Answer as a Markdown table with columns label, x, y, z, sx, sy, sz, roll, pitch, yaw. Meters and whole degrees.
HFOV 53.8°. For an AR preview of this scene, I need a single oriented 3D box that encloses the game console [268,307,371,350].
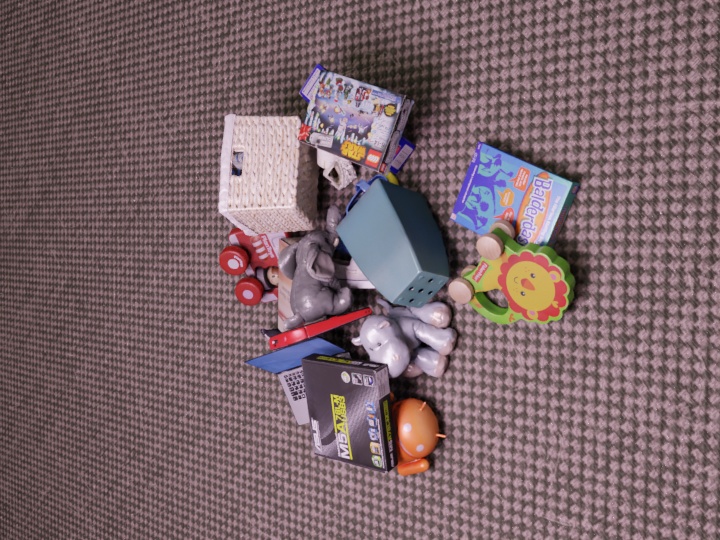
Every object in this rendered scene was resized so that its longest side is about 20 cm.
| label | x | y | z | sx | sy | sz | roll | pitch | yaw |
| --- | --- | --- | --- | --- | --- | --- | --- | --- | --- |
| game console | -0.084 | 0.117 | 1.402 | 0.199 | 0.173 | 0.032 | -24 | 81 | 67 |

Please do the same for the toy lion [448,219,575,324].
| label | x | y | z | sx | sy | sz | roll | pitch | yaw |
| --- | --- | --- | --- | --- | --- | --- | --- | --- | --- |
| toy lion | 0.273 | 0.024 | 1.248 | 0.191 | 0.068 | 0.202 | 41 | 138 | 12 |

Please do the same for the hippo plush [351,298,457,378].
| label | x | y | z | sx | sy | sz | roll | pitch | yaw |
| --- | --- | --- | --- | --- | --- | --- | --- | --- | --- |
| hippo plush | 0.082 | 0.118 | 1.359 | 0.158 | 0.159 | 0.204 | -33 | 73 | 33 |

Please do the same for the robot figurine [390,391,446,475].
| label | x | y | z | sx | sy | sz | roll | pitch | yaw |
| --- | --- | --- | --- | --- | --- | --- | --- | --- | --- |
| robot figurine | 0.072 | 0.322 | 1.401 | 0.198 | 0.115 | 0.147 | -29 | 52 | 34 |

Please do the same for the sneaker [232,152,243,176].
| label | x | y | z | sx | sy | sz | roll | pitch | yaw |
| --- | --- | --- | --- | --- | --- | --- | --- | --- | --- |
| sneaker | -0.257 | -0.249 | 1.675 | 0.197 | 0.076 | 0.078 | 11 | 59 | 46 |

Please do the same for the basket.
| label | x | y | z | sx | sy | sz | roll | pitch | yaw |
| --- | --- | --- | --- | --- | --- | --- | --- | --- | --- |
| basket | -0.177 | -0.187 | 1.432 | 0.156 | 0.200 | 0.204 | 1 | 79 | 9 |

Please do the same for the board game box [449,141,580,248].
| label | x | y | z | sx | sy | sz | roll | pitch | yaw |
| --- | --- | --- | --- | --- | --- | --- | --- | --- | --- |
| board game box | 0.273 | -0.123 | 1.277 | 0.198 | 0.045 | 0.155 | 30 | 109 | 32 |

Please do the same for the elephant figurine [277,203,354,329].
| label | x | y | z | sx | sy | sz | roll | pitch | yaw |
| --- | --- | --- | --- | --- | --- | --- | --- | --- | --- |
| elephant figurine | -0.094 | -0.012 | 1.412 | 0.138 | 0.155 | 0.205 | -12 | 99 | 10 |

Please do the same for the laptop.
| label | x | y | z | sx | sy | sz | roll | pitch | yaw |
| --- | --- | --- | --- | --- | --- | --- | --- | --- | --- |
| laptop | -0.108 | 0.236 | 1.482 | 0.183 | 0.116 | 0.204 | -19 | 98 | 22 |

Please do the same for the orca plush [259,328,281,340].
| label | x | y | z | sx | sy | sz | roll | pitch | yaw |
| --- | --- | --- | --- | --- | --- | --- | --- | --- | --- |
| orca plush | -0.133 | 0.166 | 1.604 | 0.197 | 0.071 | 0.106 | 21 | 148 | 39 |

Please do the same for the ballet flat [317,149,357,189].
| label | x | y | z | sx | sy | sz | roll | pitch | yaw |
| --- | --- | --- | --- | --- | --- | --- | --- | --- | --- |
| ballet flat | -0.053 | -0.220 | 1.432 | 0.070 | 0.200 | 0.074 | -5 | 68 | 12 |

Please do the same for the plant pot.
| label | x | y | z | sx | sy | sz | roll | pitch | yaw |
| --- | --- | --- | --- | --- | --- | --- | --- | --- | --- |
| plant pot | 0.074 | -0.039 | 1.344 | 0.142 | 0.139 | 0.203 | -47 | 51 | 28 |

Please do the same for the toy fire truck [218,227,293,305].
| label | x | y | z | sx | sy | sz | roll | pitch | yaw |
| --- | --- | --- | --- | --- | --- | --- | --- | --- | --- |
| toy fire truck | -0.210 | -0.021 | 1.595 | 0.164 | 0.113 | 0.203 | -12 | 120 | 20 |

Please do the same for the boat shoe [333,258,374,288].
| label | x | y | z | sx | sy | sz | roll | pitch | yaw |
| --- | --- | --- | --- | --- | --- | --- | --- | --- | --- |
| boat shoe | 0.000 | 0.000 | 1.478 | 0.197 | 0.070 | 0.072 | 3 | 94 | 45 |

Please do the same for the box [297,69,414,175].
| label | x | y | z | sx | sy | sz | roll | pitch | yaw |
| --- | --- | --- | --- | --- | --- | --- | --- | --- | --- |
| box | -0.013 | -0.270 | 1.284 | 0.197 | 0.040 | 0.140 | 25 | 99 | 31 |

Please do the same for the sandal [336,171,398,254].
| label | x | y | z | sx | sy | sz | roll | pitch | yaw |
| --- | --- | --- | --- | --- | --- | --- | --- | --- | --- |
| sandal | -0.005 | -0.121 | 1.466 | 0.079 | 0.086 | 0.202 | 43 | 117 | 25 |

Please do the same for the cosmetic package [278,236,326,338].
| label | x | y | z | sx | sy | sz | roll | pitch | yaw |
| --- | --- | --- | --- | --- | --- | --- | --- | --- | --- |
| cosmetic package | -0.125 | 0.037 | 1.526 | 0.103 | 0.085 | 0.206 | -154 | 62 | -62 |

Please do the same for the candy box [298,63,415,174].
| label | x | y | z | sx | sy | sz | roll | pitch | yaw |
| --- | --- | --- | --- | --- | --- | --- | --- | --- | --- |
| candy box | -0.006 | -0.298 | 1.406 | 0.077 | 0.168 | 0.200 | -49 | 62 | 13 |

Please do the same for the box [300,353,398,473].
| label | x | y | z | sx | sy | sz | roll | pitch | yaw |
| --- | --- | --- | --- | --- | --- | --- | --- | --- | --- |
| box | -0.023 | 0.269 | 1.355 | 0.189 | 0.047 | 0.206 | 3 | 105 | 38 |
